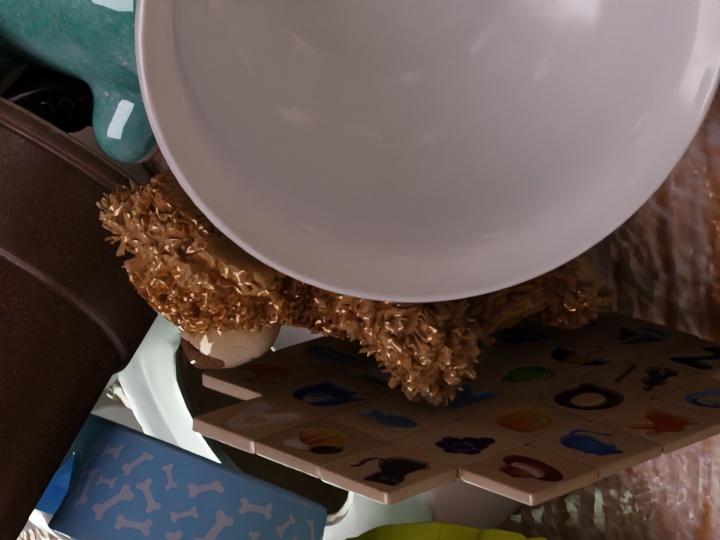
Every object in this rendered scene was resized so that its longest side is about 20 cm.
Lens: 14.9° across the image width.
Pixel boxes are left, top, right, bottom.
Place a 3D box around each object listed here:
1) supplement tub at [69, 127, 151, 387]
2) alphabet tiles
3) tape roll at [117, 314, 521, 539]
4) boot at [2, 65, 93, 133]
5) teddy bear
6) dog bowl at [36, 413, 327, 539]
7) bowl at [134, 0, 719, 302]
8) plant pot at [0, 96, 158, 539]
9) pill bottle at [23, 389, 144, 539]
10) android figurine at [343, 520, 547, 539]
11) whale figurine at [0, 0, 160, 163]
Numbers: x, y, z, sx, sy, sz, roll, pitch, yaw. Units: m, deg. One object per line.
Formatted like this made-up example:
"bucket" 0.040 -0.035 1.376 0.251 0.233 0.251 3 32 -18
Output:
"supplement tub" -0.192 0.023 1.263 0.140 0.200 0.141 32 143 28
"alphabet tiles" 0.046 0.044 0.988 0.166 0.200 0.006 17 114 43
"tape roll" -0.020 0.047 1.190 0.202 0.071 0.203 33 144 28
"boot" -0.110 -0.064 1.125 0.200 0.138 0.077 44 -167 30
"teddy bear" 0.000 0.000 1.005 0.145 0.200 0.067 38 123 23
"dog bowl" -0.074 0.099 1.127 0.111 0.050 0.200 23 175 -12
"bowl" 0.018 -0.097 0.925 0.090 0.200 0.202 -116 7 -62
"plant pot" -0.194 0.043 1.074 0.200 0.199 0.200 22 163 7
"pill bottle" -0.201 0.070 1.415 0.200 0.104 0.105 22 138 39
"android figurine" 0.055 0.162 1.149 0.182 0.041 0.200 -6 145 29
"whale figurine" -0.104 -0.119 1.026 0.200 0.104 0.160 -13 78 37
